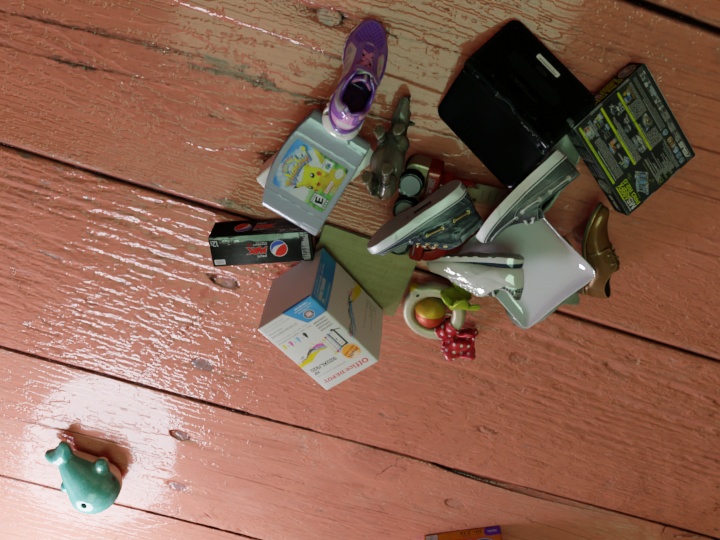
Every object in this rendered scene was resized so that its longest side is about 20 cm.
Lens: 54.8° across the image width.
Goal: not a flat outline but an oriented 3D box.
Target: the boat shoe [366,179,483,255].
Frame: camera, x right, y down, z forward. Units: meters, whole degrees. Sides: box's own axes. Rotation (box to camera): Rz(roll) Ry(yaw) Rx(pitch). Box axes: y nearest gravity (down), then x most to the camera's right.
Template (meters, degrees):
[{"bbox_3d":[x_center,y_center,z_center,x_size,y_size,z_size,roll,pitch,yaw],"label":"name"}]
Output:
[{"bbox_3d":[0.111,-0.063,1.190,0.198,0.071,0.091,-32,111,16],"label":"boat shoe"}]

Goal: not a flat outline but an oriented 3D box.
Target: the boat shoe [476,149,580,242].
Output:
[{"bbox_3d":[0.282,-0.109,1.172,0.200,0.072,0.068,-45,81,14],"label":"boat shoe"}]

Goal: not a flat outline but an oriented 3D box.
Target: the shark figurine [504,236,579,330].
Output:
[{"bbox_3d":[0.372,0.061,1.339,0.088,0.129,0.217,17,121,-21],"label":"shark figurine"}]

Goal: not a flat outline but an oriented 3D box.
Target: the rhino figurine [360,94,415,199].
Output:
[{"bbox_3d":[0.053,-0.213,1.180,0.059,0.203,0.088,13,161,15],"label":"rhino figurine"}]

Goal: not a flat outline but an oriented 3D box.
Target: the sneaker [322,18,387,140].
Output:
[{"bbox_3d":[0.002,-0.314,1.118,0.079,0.088,0.204,19,81,-12],"label":"sneaker"}]

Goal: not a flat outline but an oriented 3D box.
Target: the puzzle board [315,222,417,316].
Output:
[{"bbox_3d":[0.000,0.000,1.381,0.196,0.018,0.153,18,120,-7],"label":"puzzle board"}]

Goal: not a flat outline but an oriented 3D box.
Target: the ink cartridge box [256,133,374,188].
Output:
[{"bbox_3d":[-0.075,-0.195,1.244,0.199,0.068,0.117,-35,112,22],"label":"ink cartridge box"}]

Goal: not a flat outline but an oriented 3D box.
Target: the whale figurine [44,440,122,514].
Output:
[{"bbox_3d":[-0.661,0.494,1.641,0.157,0.104,0.201,-30,114,19],"label":"whale figurine"}]

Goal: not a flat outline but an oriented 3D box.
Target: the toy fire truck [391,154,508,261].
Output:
[{"bbox_3d":[0.162,-0.108,1.266,0.196,0.129,0.179,15,120,6],"label":"toy fire truck"}]

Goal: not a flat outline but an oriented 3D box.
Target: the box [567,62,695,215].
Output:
[{"bbox_3d":[0.460,-0.223,1.187,0.160,0.044,0.200,-41,112,2],"label":"box"}]

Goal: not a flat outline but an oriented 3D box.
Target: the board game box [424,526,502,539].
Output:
[{"bbox_3d":[0.272,0.790,1.709,0.196,0.201,0.203,-10,119,9],"label":"board game box"}]

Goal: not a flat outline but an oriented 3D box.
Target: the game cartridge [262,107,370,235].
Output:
[{"bbox_3d":[-0.086,-0.169,1.200,0.132,0.041,0.201,30,117,-9],"label":"game cartridge"}]

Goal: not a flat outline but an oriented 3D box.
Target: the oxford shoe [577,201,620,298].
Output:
[{"bbox_3d":[0.452,-0.035,1.295,0.070,0.071,0.203,20,135,35],"label":"oxford shoe"}]

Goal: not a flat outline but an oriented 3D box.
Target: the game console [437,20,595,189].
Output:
[{"bbox_3d":[0.256,-0.275,1.163,0.175,0.116,0.200,-42,81,-5],"label":"game console"}]

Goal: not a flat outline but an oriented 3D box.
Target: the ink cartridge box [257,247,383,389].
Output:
[{"bbox_3d":[-0.070,0.097,1.348,0.146,0.146,0.200,-31,119,27],"label":"ink cartridge box"}]

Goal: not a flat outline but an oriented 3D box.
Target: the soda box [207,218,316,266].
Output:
[{"bbox_3d":[-0.185,-0.056,1.325,0.195,0.071,0.064,-3,119,4],"label":"soda box"}]

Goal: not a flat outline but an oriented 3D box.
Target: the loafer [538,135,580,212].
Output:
[{"bbox_3d":[0.350,-0.180,1.229,0.069,0.070,0.203,18,119,-10],"label":"loafer"}]

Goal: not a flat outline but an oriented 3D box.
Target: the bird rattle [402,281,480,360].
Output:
[{"bbox_3d":[0.165,0.086,1.397,0.160,0.114,0.203,11,133,10],"label":"bird rattle"}]

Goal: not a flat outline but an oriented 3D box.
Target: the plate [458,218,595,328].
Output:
[{"bbox_3d":[0.303,-0.019,1.273,0.201,0.032,0.200,48,135,7],"label":"plate"}]

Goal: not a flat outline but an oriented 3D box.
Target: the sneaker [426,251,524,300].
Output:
[{"bbox_3d":[0.207,0.008,1.282,0.197,0.076,0.082,6,104,39],"label":"sneaker"}]
